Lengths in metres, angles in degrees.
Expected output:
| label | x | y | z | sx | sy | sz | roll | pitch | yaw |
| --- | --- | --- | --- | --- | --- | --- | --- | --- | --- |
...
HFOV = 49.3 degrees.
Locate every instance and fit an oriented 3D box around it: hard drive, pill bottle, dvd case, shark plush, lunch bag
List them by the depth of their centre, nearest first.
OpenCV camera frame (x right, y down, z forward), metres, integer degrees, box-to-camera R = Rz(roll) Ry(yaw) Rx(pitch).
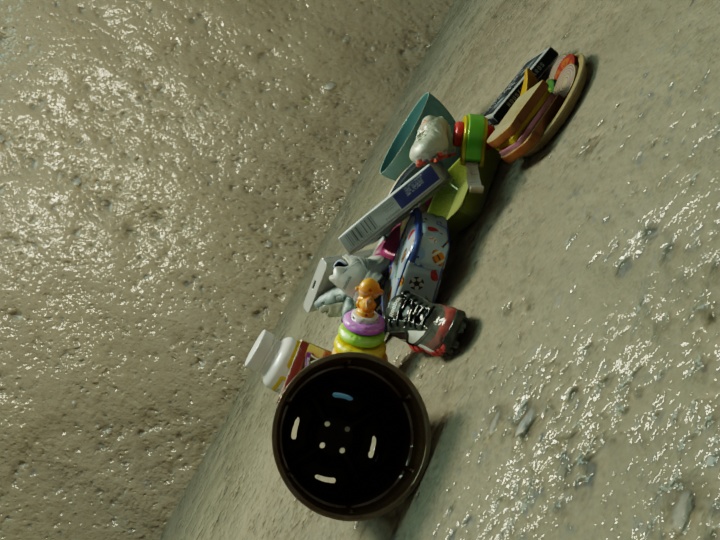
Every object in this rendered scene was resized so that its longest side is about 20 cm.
| label | x | y | z | sx | sy | sz | roll | pitch | yaw |
| --- | --- | --- | --- | --- | --- | --- | --- | --- | --- |
| lunch bag | 0.086 | 0.006 | 1.309 | 0.161 | 0.074 | 0.202 | -88 | 17 | -59 |
| dvd case | 0.278 | -0.323 | 1.408 | 0.151 | 0.025 | 0.200 | -50 | 5 | 7 |
| shark plush | -0.011 | 0.018 | 1.528 | 0.201 | 0.083 | 0.091 | -57 | -13 | 28 |
| pill bottle | -0.127 | 0.203 | 1.575 | 0.112 | 0.198 | 0.112 | -56 | 10 | 16 |
| hard drive | -0.016 | 0.016 | 1.619 | 0.198 | 0.027 | 0.133 | -11 | -43 | -38 |

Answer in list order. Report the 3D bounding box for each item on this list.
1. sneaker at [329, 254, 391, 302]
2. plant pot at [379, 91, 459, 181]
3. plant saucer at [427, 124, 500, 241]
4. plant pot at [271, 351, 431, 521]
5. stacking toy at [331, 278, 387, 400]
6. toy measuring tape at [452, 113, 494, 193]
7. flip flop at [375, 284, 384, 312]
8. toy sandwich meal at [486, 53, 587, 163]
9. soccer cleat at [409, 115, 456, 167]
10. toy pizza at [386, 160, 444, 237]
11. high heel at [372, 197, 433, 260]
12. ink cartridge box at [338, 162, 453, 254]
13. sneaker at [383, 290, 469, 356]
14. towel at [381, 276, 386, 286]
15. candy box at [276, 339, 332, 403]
| label | x | y | z | sx | sy | sz | roll | pitch | yaw |
| --- | --- | --- | --- | --- | --- | --- | --- | --- | --- |
| sneaker | 0.000 | 0.000 | 1.359 | 0.075 | 0.086 | 0.200 | -60 | -2 | 11 |
| plant pot | 0.148 | -0.262 | 1.703 | 0.202 | 0.134 | 0.200 | -57 | 10 | 15 |
| plant saucer | 0.180 | -0.131 | 1.407 | 0.200 | 0.047 | 0.202 | -44 | 19 | 58 |
| plant pot | -0.023 | 0.221 | 1.049 | 0.202 | 0.198 | 0.198 | -62 | 1 | -15 |
| stacking toy | 0.001 | 0.103 | 1.258 | 0.110 | 0.114 | 0.203 | -87 | 4 | -67 |
| toy measuring tape | 0.187 | -0.203 | 1.280 | 0.074 | 0.073 | 0.201 | -54 | 18 | 33 |
| flip flop | 0.031 | 0.093 | 1.469 | 0.201 | 0.080 | 0.058 | -60 | 1 | 36 |
| toy sandwich meal | 0.273 | -0.261 | 1.228 | 0.207 | 0.070 | 0.206 | -58 | 10 | 15 |
| soccer cleat | 0.118 | -0.222 | 1.320 | 0.068 | 0.079 | 0.200 | -16 | 6 | 18 |
| toy pizza | 0.102 | -0.145 | 1.579 | 0.199 | 0.032 | 0.202 | -38 | -34 | -31 |
| high heel | 0.099 | -0.094 | 1.473 | 0.201 | 0.067 | 0.096 | -50 | 19 | -18 |
| ink cartridge box | 0.066 | -0.110 | 1.344 | 0.199 | 0.041 | 0.200 | -39 | -2 | 13 |
| sneaker | 0.087 | 0.074 | 1.134 | 0.071 | 0.097 | 0.200 | -59 | 10 | -11 |
| towel | 0.033 | 0.055 | 1.549 | 0.201 | 0.023 | 0.152 | -56 | -13 | 30 |
| candy box | -0.071 | 0.202 | 1.411 | 0.118 | 0.056 | 0.200 | -68 | -23 | -7 |
